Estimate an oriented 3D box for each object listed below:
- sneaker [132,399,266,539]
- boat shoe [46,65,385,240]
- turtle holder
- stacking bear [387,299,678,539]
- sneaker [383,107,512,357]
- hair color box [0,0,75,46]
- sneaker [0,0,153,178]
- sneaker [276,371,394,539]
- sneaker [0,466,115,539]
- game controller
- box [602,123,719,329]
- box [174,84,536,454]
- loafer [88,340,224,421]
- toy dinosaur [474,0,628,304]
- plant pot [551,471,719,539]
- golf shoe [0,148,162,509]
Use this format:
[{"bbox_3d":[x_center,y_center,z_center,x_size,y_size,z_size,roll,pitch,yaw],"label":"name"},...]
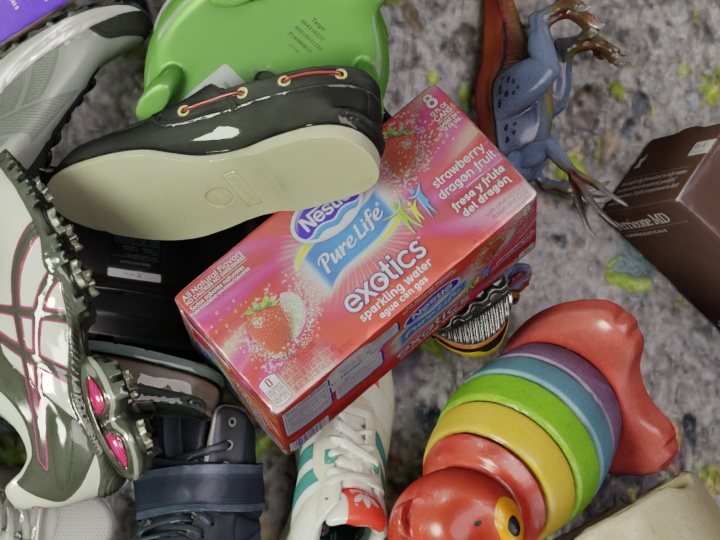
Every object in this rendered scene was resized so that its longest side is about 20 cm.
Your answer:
[{"bbox_3d":[-0.118,0.147,1.605,0.202,0.077,0.147,0,87,-63],"label":"sneaker"},{"bbox_3d":[-0.081,-0.066,1.582,0.074,0.201,0.063,57,29,-46],"label":"boat shoe"},{"bbox_3d":[-0.046,-0.145,1.645,0.141,0.132,0.186,17,117,-5],"label":"turtle holder"},{"bbox_3d":[0.088,0.120,1.681,0.200,0.113,0.122,-44,122,-44],"label":"stacking bear"},{"bbox_3d":[0.020,-0.026,1.727,0.070,0.090,0.200,-35,74,-7],"label":"sneaker"},{"bbox_3d":[-0.179,-0.183,1.622,0.200,0.109,0.065,-37,100,-22],"label":"hair color box"},{"bbox_3d":[-0.196,-0.087,1.619,0.200,0.074,0.079,-39,94,-24],"label":"sneaker"},{"bbox_3d":[-0.005,0.126,1.683,0.070,0.093,0.200,14,80,-23],"label":"sneaker"},{"bbox_3d":[-0.216,0.139,1.574,0.199,0.115,0.074,8,80,-26],"label":"sneaker"},{"bbox_3d":[-0.137,-0.004,1.670,0.199,0.042,0.105,9,67,-24],"label":"game controller"},{"bbox_3d":[0.263,-0.002,1.814,0.200,0.100,0.075,44,70,-15],"label":"box"},{"bbox_3d":[0.000,0.000,1.620,0.200,0.100,0.096,-40,76,-9],"label":"box"},{"bbox_3d":[-0.179,0.072,1.600,0.199,0.072,0.063,9,72,0],"label":"loafer"},{"bbox_3d":[0.098,-0.079,1.780,0.200,0.105,0.182,34,84,20],"label":"toy dinosaur"},{"bbox_3d":[0.189,0.232,1.726,0.200,0.200,0.184,-26,85,-24],"label":"plant pot"},{"bbox_3d":[-0.181,0.032,1.538,0.088,0.077,0.201,-21,78,2],"label":"golf shoe"}]
